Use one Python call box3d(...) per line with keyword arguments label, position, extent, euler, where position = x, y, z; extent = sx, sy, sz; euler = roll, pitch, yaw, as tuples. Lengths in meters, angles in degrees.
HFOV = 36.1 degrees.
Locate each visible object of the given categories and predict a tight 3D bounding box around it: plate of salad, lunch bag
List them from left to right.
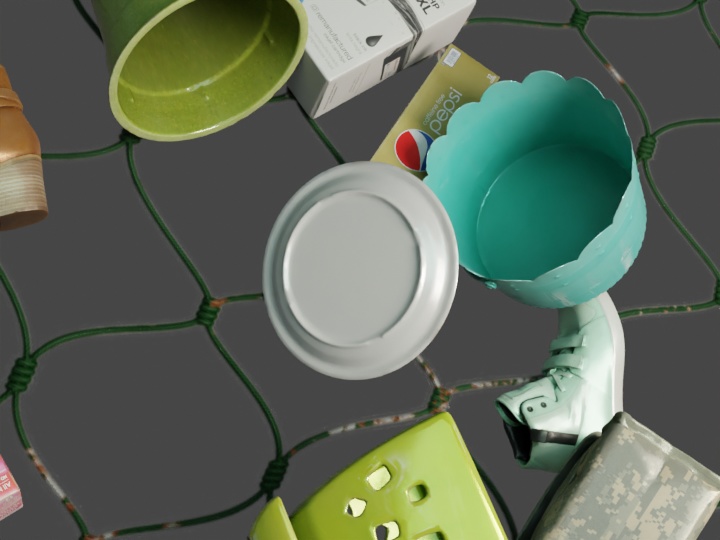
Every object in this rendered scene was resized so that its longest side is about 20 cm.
box3d(label="plate of salad", position=(0.000, 0.000, 1.018), extent=(0.199, 0.048, 0.202), euler=(-3, 82, 25))
box3d(label="lunch bag", position=(0.206, 0.225, 0.940), extent=(0.117, 0.200, 0.164), euler=(34, 78, 12))

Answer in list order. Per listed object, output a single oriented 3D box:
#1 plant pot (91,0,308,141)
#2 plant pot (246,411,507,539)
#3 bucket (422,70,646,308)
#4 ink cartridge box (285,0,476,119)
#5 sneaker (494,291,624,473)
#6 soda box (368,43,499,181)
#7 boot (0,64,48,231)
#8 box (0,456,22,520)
box3d(label="plant pot", position=(-0.178, -0.260, 1.043), extent=(0.199, 0.200, 0.191), euler=(-20, 65, -21))
box3d(label="plant pot", position=(0.016, 0.247, 0.891), extent=(0.180, 0.200, 0.200), euler=(-21, 77, -12))
box3d(label="bucket", position=(0.169, -0.067, 1.040), extent=(0.206, 0.135, 0.209), euler=(-8, 68, 21))
box3d(label="ink cartridge box", position=(-0.004, -0.272, 1.136), extent=(0.199, 0.084, 0.145), euler=(-33, 82, -24))
box3d(label="sneaker", position=(0.186, 0.095, 1.056), extent=(0.117, 0.074, 0.202), euler=(4, 72, -21))
box3d(label="soda box", position=(0.060, -0.128, 1.110), extent=(0.064, 0.068, 0.201), euler=(35, 65, -1))
box3d(label="boot", position=(-0.384, -0.105, 0.972), extent=(0.199, 0.077, 0.156), euler=(-14, 76, -22))
box3d(label="box", position=(-0.375, 0.191, 0.857), extent=(0.199, 0.095, 0.103), euler=(-30, 81, -23))
